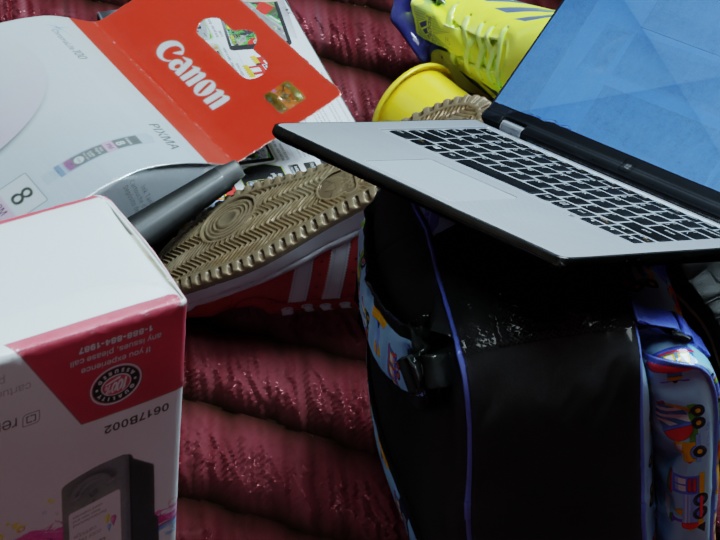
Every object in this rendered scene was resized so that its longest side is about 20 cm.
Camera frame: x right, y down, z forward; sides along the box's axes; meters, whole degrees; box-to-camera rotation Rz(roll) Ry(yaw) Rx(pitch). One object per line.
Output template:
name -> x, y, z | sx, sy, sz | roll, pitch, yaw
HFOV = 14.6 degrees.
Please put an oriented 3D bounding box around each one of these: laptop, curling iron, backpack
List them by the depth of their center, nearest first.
laptop -> 0.102, -0.086, 1.196 | 0.199, 0.117, 0.187 | -3, 20, -40
backpack -> 0.069, 0.046, 1.240 | 0.134, 0.184, 0.200 | -9, 33, -7
curling iron -> -0.133, 0.006, 1.373 | 0.200, 0.026, 0.049 | -36, 36, -26

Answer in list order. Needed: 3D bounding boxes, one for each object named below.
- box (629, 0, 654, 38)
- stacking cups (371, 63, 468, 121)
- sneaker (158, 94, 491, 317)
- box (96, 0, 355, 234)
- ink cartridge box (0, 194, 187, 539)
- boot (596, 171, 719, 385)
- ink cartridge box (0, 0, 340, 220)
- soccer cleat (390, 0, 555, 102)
box -> 0.201, -0.051, 1.346 | 0.199, 0.137, 0.038 | 12, 35, -11
stacking cups -> 0.088, -0.037, 1.449 | 0.060, 0.061, 0.200 | -23, 44, -31
sneaker -> 0.000, 0.000, 1.402 | 0.199, 0.113, 0.071 | -23, 36, 15
box -> -0.066, -0.082, 1.520 | 0.109, 0.035, 0.200 | -9, 38, -16
ink cartridge box -> -0.153, 0.085, 1.149 | 0.147, 0.201, 0.086 | -19, 42, -27
boot -> 0.164, 0.050, 1.292 | 0.077, 0.139, 0.201 | -19, 62, -26
ink cartridge box -> -0.136, -0.088, 1.461 | 0.200, 0.057, 0.163 | -37, 47, -9
soccer cleat -> 0.068, -0.120, 1.504 | 0.083, 0.065, 0.200 | 21, 4, -18
